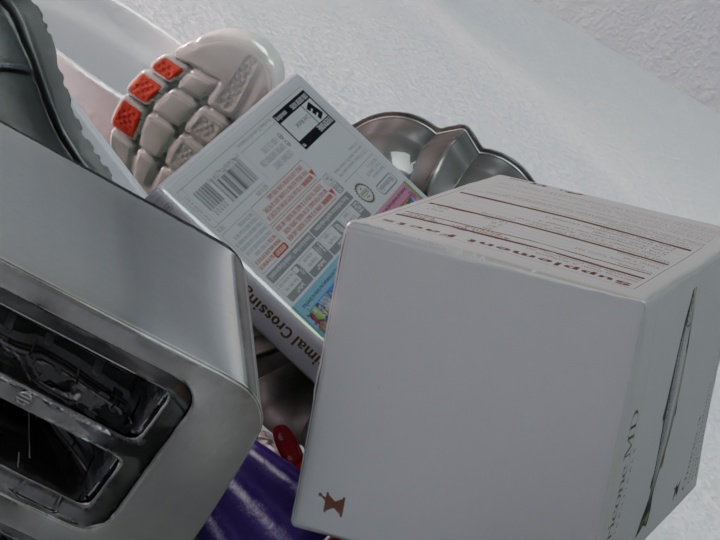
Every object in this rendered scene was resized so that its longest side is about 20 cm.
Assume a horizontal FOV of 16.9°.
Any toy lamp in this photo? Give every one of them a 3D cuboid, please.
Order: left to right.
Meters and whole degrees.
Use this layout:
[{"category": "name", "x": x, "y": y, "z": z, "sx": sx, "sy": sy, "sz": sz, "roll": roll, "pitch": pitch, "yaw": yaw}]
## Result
[{"category": "toy lamp", "x": 0.005, "y": 0.148, "z": 0.935, "sx": 0.200, "sy": 0.058, "sz": 0.058, "roll": 51, "pitch": 12, "yaw": -10}]

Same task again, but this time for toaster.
[{"category": "toaster", "x": -0.144, "y": 0.051, "z": 0.889, "sx": 0.200, "sy": 0.181, "sz": 0.119, "roll": 30, "pitch": 21, "yaw": -23}]

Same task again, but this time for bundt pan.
[{"category": "bundt pan", "x": 0.012, "y": 0.018, "z": 1.268, "sx": 0.202, "sy": 0.202, "sz": 0.076, "roll": 36, "pitch": 10, "yaw": 3}]

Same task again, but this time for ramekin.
[{"category": "ramekin", "x": -0.164, "y": -0.094, "z": 1.439, "sx": 0.200, "sy": 0.098, "sz": 0.201, "roll": 32, "pitch": 16, "yaw": -10}]

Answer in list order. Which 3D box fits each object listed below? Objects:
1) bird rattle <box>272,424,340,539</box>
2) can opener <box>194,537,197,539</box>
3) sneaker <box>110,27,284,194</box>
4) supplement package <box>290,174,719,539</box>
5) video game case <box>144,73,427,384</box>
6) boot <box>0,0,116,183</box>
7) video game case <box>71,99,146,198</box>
[{"category": "bird rattle", "x": 0.056, "y": 0.128, "z": 1.113, "sx": 0.163, "sy": 0.113, "sz": 0.200, "roll": -11, "pitch": -40, "yaw": 46}, {"category": "can opener", "x": -0.115, "y": 0.098, "z": 1.025, "sx": 0.200, "sy": 0.066, "sz": 0.053, "roll": 36, "pitch": 52, "yaw": -22}, {"category": "sneaker", "x": -0.089, "y": -0.066, "z": 1.298, "sx": 0.077, "sy": 0.200, "sz": 0.082, "roll": 44, "pitch": 42, "yaw": 5}, {"category": "supplement package", "x": 0.068, "y": 0.038, "z": 0.938, "sx": 0.117, "sy": 0.117, "sz": 0.200, "roll": 15, "pitch": 13, "yaw": 17}, {"category": "video game case", "x": 0.000, "y": 0.000, "z": 1.127, "sx": 0.182, "sy": 0.022, "sz": 0.200, "roll": 43, "pitch": 25, "yaw": -1}, {"category": "boot", "x": -0.195, "y": -0.031, "z": 0.967, "sx": 0.200, "sy": 0.066, "sz": 0.165, "roll": -12, "pitch": 74, "yaw": -51}, {"category": "video game case", "x": -0.122, "y": -0.018, "z": 1.183, "sx": 0.200, "sy": 0.022, "sz": 0.182, "roll": 52, "pitch": -13, "yaw": 24}]
